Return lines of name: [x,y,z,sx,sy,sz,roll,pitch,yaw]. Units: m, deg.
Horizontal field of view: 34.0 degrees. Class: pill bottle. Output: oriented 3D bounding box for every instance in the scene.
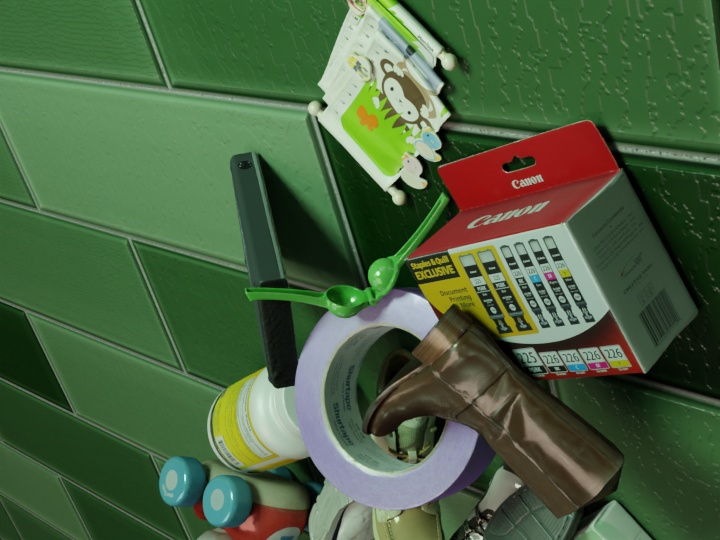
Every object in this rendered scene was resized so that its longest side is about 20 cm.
pill bottle: [-0.093,0.166,1.359,0.113,0.112,0.199,54,147,-4]

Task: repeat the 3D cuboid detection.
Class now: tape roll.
tape roll: [0.037,0.117,1.098,0.198,0.065,0.203,0,89,31]

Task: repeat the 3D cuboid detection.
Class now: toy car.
toy car: [-0.152,0.348,1.467,0.176,0.183,0.203,10,88,45]

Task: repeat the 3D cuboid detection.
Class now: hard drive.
hard drive: [-0.096,-0.002,1.169,0.201,0.032,0.141,-107,10,-48]

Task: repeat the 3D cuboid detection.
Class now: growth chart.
growth chart: [0.019,-0.152,1.004,0.145,0.018,0.201,42,147,13]

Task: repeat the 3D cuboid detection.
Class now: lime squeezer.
lime squeezer: [0.000,0.000,1.055,0.071,0.198,0.038,63,-175,-18]

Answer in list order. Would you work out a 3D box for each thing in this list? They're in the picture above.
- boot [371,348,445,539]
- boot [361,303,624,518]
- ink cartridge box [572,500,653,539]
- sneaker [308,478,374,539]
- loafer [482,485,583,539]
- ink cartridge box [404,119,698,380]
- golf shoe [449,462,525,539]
boot: [0.049,0.197,1.186,0.202,0.071,0.156,-103,13,-44]
boot: [0.109,0.147,0.985,0.199,0.064,0.187,41,140,6]
ink cartridge box: [0.266,0.330,1.139,0.200,0.050,0.161,48,147,9]
sneaker: [0.005,0.260,1.378,0.077,0.079,0.201,-102,29,-44]
loafer: [0.155,0.270,1.137,0.072,0.062,0.201,50,120,31]
ink cartridge box: [0.136,-0.007,0.938,0.199,0.084,0.177,-14,111,55]
golf shoe: [0.137,0.271,1.197,0.077,0.094,0.201,38,143,21]
